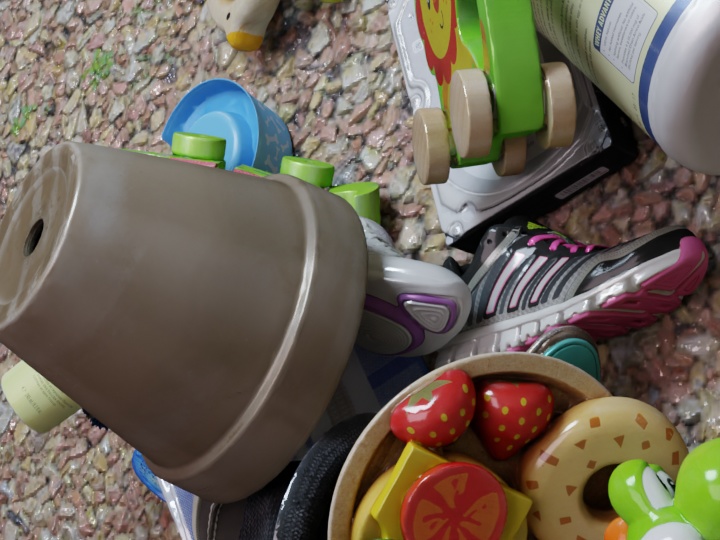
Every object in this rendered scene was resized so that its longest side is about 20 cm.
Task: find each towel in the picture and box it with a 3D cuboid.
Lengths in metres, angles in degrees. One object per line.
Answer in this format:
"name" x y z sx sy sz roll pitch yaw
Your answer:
"towel" -0.052 0.087 1.171 0.199 0.024 0.148 -28 58 2

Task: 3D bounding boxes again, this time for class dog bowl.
"dog bowl" -0.116 -0.040 1.312 0.111 0.049 0.202 31 100 44

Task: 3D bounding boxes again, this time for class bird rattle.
"bird rattle" -0.085 -0.259 1.314 0.201 0.112 0.164 58 134 40

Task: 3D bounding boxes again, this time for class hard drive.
"hard drive" 0.092 -0.130 1.145 0.139 0.038 0.202 -31 58 34

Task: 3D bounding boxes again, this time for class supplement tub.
"supplement tub" 0.175 -0.164 0.998 0.146 0.144 0.200 -54 49 18

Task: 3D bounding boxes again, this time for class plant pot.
"plant pot" -0.121 0.015 1.037 0.200 0.172 0.202 -39 37 39

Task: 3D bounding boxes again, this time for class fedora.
"fedora" -0.020 0.184 1.055 0.091 0.200 0.203 1 79 38

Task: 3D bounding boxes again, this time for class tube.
"tube" -0.157 0.035 1.215 0.199 0.058 0.052 -36 49 9

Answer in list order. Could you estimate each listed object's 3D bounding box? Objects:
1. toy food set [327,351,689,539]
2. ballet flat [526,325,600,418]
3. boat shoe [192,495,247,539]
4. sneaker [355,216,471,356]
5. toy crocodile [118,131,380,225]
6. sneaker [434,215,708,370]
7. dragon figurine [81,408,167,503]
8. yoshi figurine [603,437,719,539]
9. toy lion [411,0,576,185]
"toy food set" 0.077 0.143 0.982 0.199 0.199 0.049 -62 23 7
"ballet flat" 0.089 0.121 1.043 0.067 0.067 0.202 -140 61 -64
"boat shoe" -0.063 0.206 1.121 0.061 0.071 0.203 -113 15 -60
"sneaker" 0.000 0.000 1.113 0.199 0.075 0.100 0 49 49
"toy crocodile" -0.081 -0.052 1.220 0.198 0.062 0.068 12 97 5
"sneaker" 0.116 0.001 1.059 0.199 0.073 0.088 -26 67 42
"dragon figurine" -0.121 0.127 1.234 0.200 0.099 0.059 41 107 42
"yoshi figurine" 0.204 0.166 0.900 0.111 0.113 0.201 -24 61 -14
"toy lion" 0.063 -0.154 1.032 0.200 0.068 0.194 155 107 -82
